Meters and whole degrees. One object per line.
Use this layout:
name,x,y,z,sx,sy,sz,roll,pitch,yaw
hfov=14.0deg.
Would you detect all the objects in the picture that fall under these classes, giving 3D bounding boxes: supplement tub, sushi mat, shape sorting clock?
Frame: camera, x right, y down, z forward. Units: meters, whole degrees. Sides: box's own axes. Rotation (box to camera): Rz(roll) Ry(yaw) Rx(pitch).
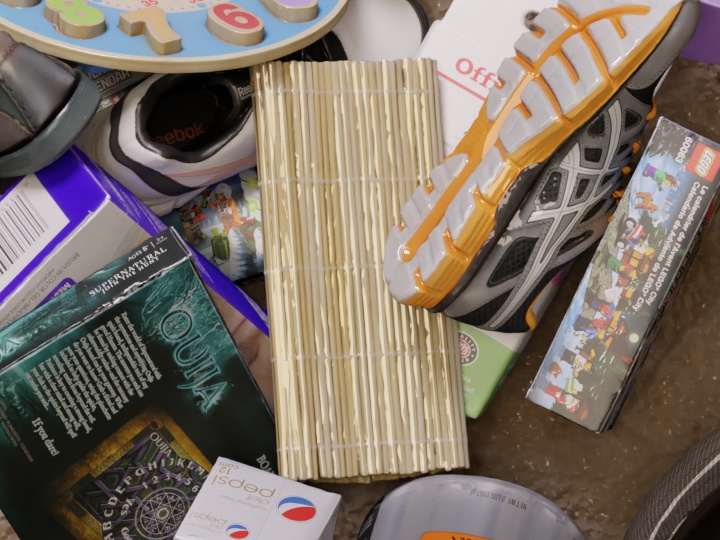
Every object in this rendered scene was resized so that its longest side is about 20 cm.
supplement tub,0.037,0.203,1.357,0.122,0.123,0.201,9,45,9
sushi mat,0.000,0.000,1.387,0.095,0.012,0.202,-4,90,-21
shape sorting clock,-0.103,-0.149,1.418,0.199,0.200,0.039,9,120,9

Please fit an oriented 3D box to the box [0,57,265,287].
box,-0.147,-0.036,1.485,0.199,0.040,0.138,-19,83,7

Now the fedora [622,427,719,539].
fedora,0.211,0.158,1.396,0.176,0.090,0.201,32,98,10

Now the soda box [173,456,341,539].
soda box,-0.062,0.192,1.395,0.063,0.068,0.201,16,124,9

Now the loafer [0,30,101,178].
loafer,-0.196,-0.077,1.390,0.063,0.199,0.072,44,59,-24

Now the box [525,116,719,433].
box,0.127,0.006,1.361,0.038,0.200,0.137,26,91,7

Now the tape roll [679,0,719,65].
tape roll,0.185,-0.202,1.404,0.199,0.066,0.202,1,72,-4

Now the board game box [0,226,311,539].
board game box,-0.105,0.087,1.373,0.135,0.201,0.028,-31,43,-8

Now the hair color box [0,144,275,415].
hair color box,-0.109,0.039,1.400,0.109,0.200,0.065,-45,44,4

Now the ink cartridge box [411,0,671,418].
ink cartridge box,0.059,-0.042,1.441,0.117,0.067,0.201,31,92,7

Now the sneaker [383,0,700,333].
sneaker,0.095,-0.055,1.358,0.077,0.078,0.200,29,111,-26

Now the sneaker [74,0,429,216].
sneaker,-0.043,-0.085,1.423,0.199,0.080,0.074,-30,88,-25
